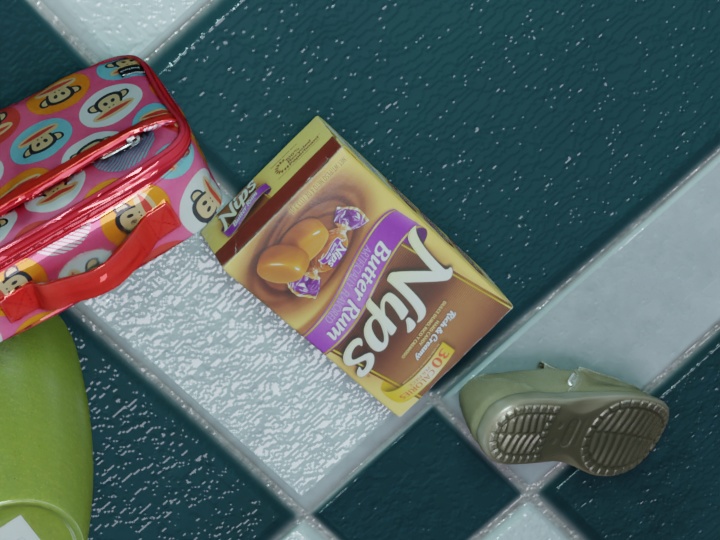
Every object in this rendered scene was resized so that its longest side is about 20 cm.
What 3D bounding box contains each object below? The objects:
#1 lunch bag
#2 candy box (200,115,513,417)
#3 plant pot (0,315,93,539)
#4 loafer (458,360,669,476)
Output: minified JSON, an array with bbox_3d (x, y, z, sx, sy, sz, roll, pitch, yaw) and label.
[{"bbox_3d":[-0.189,-0.036,1.548,0.199,0.176,0.082,-30,126,-4],"label":"lunch bag"},{"bbox_3d":[0.000,0.000,1.725,0.117,0.057,0.200,-45,127,6],"label":"candy box"},{"bbox_3d":[-0.246,0.132,1.609,0.186,0.200,0.188,-11,123,-17],"label":"plant pot"},{"bbox_3d":[0.150,0.102,1.845,0.199,0.068,0.076,10,117,-45],"label":"loafer"}]
